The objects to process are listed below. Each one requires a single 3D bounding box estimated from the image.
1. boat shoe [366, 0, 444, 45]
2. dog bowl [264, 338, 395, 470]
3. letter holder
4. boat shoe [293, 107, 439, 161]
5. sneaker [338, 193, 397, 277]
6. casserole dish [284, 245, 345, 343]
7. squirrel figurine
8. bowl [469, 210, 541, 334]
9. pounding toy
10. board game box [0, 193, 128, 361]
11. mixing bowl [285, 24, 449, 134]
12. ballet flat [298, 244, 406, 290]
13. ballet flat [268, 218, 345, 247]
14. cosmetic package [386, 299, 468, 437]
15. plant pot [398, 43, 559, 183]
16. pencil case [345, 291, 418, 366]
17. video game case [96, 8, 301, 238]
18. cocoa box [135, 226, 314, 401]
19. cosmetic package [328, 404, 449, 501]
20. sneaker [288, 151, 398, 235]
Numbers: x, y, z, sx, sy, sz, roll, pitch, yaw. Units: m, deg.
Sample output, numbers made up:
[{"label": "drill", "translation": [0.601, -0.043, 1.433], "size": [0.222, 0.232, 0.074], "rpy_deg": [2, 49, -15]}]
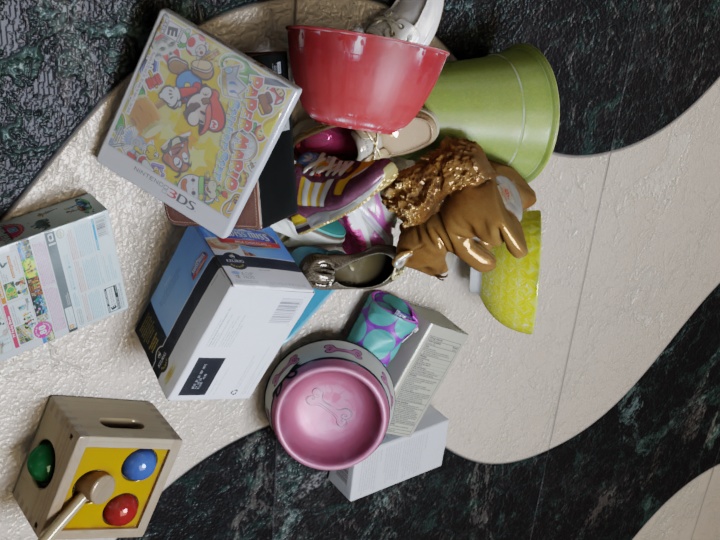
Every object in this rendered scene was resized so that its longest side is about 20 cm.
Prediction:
[{"label": "boat shoe", "translation": [0.041, -0.304, 1.357], "size": [0.069, 0.071, 0.200], "rpy_deg": [15, 108, -46]}, {"label": "dog bowl", "translation": [-0.045, 0.208, 1.538], "size": [0.200, 0.074, 0.201], "rpy_deg": [-1, 106, -2]}, {"label": "letter holder", "translation": [-0.165, -0.159, 1.249], "size": [0.101, 0.142, 0.200], "rpy_deg": [-34, 124, -62]}, {"label": "boat shoe", "translation": [0.002, -0.166, 1.337], "size": [0.200, 0.069, 0.074], "rpy_deg": [-7, 117, 12]}, {"label": "sneaker", "translation": [0.020, -0.062, 1.488], "size": [0.088, 0.081, 0.200], "rpy_deg": [-35, 135, -15]}, {"label": "casserole dish", "translation": [-0.100, 0.035, 1.448], "size": [0.200, 0.039, 0.121], "rpy_deg": [-48, 153, 16]}, {"label": "squirrel figurine", "translation": [0.111, -0.078, 1.393], "size": [0.186, 0.142, 0.200], "rpy_deg": [-25, 125, 32]}, {"label": "bowl", "translation": [0.231, 0.000, 1.668], "size": [0.107, 0.200, 0.200], "rpy_deg": [4, 123, 6]}, {"label": "pounding toy", "translation": [-0.358, 0.281, 1.347], "size": [0.200, 0.142, 0.184], "rpy_deg": [11, 108, -44]}, {"label": "board game box", "translation": [-0.386, 0.012, 1.210], "size": [0.200, 0.064, 0.148], "rpy_deg": [-24, 129, -29]}, {"label": "mixing bowl", "translation": [0.000, -0.224, 1.242], "size": [0.200, 0.200, 0.109], "rpy_deg": [3, 101, -41]}, {"label": "ballet flat", "translation": [0.000, 0.000, 1.415], "size": [0.200, 0.046, 0.068], "rpy_deg": [-2, 110, -46]}, {"label": "ballet flat", "translation": [-0.110, -0.068, 1.398], "size": [0.200, 0.069, 0.070], "rpy_deg": [22, 101, -41]}, {"label": "cosmetic package", "translation": [0.073, 0.159, 1.669], "size": [0.103, 0.087, 0.200], "rpy_deg": [21, 103, -44]}, {"label": "plant pot", "translation": [0.141, -0.216, 1.436], "size": [0.190, 0.200, 0.200], "rpy_deg": [-4, 119, -24]}, {"label": "pencil case", "translation": [0.013, 0.136, 1.603], "size": [0.200, 0.092, 0.085], "rpy_deg": [-62, 180, 11]}, {"label": "video game case", "translation": [-0.188, -0.165, 1.177], "size": [0.200, 0.182, 0.023], "rpy_deg": [-60, 175, 20]}, {"label": "cocoa box", "translation": [-0.180, 0.053, 1.330], "size": [0.133, 0.131, 0.200], "rpy_deg": [5, 128, -41]}, {"label": "cosmetic package", "translation": [0.048, 0.303, 1.752], "size": [0.200, 0.071, 0.102], "rpy_deg": [-13, 124, -34]}, {"label": "sneaker", "translation": [-0.040, -0.112, 1.282], "size": [0.075, 0.200, 0.090], "rpy_deg": [-39, 100, -42]}]
